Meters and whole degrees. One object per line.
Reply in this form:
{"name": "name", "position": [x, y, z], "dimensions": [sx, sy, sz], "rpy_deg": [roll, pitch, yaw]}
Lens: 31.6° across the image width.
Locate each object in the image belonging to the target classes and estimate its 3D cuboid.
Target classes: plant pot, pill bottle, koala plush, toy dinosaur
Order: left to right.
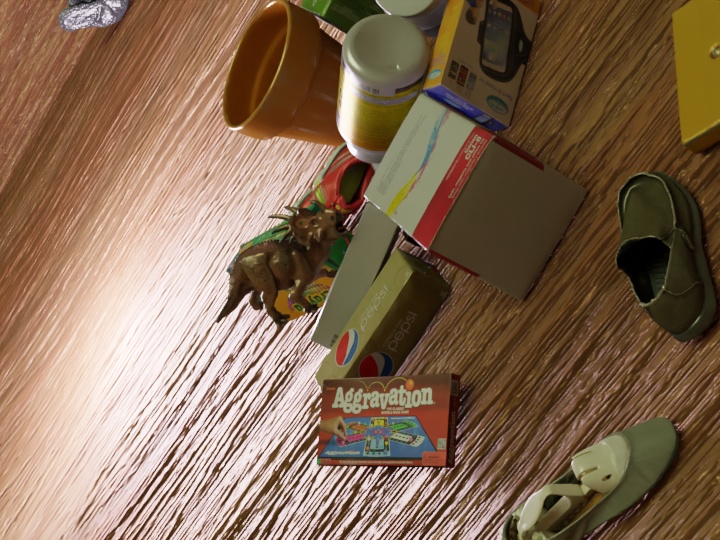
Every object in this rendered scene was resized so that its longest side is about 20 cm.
{"name": "koala plush", "position": [-0.687, -0.718, 3.308], "dimensions": [0.200, 0.182, 0.179], "rpy_deg": [-112, 23, -71]}
{"name": "toy dinosaur", "position": [-0.103, -0.012, 1.594], "dimensions": [0.199, 0.136, 0.086], "rpy_deg": [-22, 29, 2]}
{"name": "plant pot", "position": [-0.077, -0.271, 1.871], "dimensions": [0.200, 0.182, 0.201], "rpy_deg": [-40, 40, 45]}
{"name": "pill bottle", "position": [0.025, -0.222, 1.612], "dimensions": [0.200, 0.108, 0.110], "rpy_deg": [98, 179, -61]}
{"name": "pill bottle", "position": [0.087, -0.364, 1.644], "dimensions": [0.117, 0.116, 0.200], "rpy_deg": [-58, -13, 14]}

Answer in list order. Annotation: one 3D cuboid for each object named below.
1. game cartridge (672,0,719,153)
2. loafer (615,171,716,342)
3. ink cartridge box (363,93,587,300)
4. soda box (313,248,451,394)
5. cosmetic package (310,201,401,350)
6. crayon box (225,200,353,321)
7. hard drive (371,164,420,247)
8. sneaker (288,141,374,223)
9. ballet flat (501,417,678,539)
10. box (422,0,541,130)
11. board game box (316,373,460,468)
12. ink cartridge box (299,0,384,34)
{"name": "game cartridge", "position": [0.388, -0.228, 1.221], "dimensions": [0.200, 0.032, 0.177], "rpy_deg": [-31, 43, 43]}
{"name": "loafer", "position": [0.280, -0.027, 1.202], "dimensions": [0.075, 0.069, 0.201], "rpy_deg": [-46, 34, 32]}
{"name": "ink cartridge box", "position": [0.123, -0.088, 1.437], "dimensions": [0.145, 0.145, 0.200], "rpy_deg": [-61, 29, 8]}
{"name": "soda box", "position": [0.026, 0.078, 1.562], "dimensions": [0.201, 0.064, 0.068], "rpy_deg": [-58, 29, 15]}
{"name": "cosmetic package", "position": [0.000, 0.000, 1.607], "dimensions": [0.201, 0.050, 0.083], "rpy_deg": [-67, -7, 22]}
{"name": "crayon box", "position": [-0.083, -0.007, 1.743], "dimensions": [0.200, 0.119, 0.058], "rpy_deg": [-26, 26, 50]}
{"name": "hard drive", "position": [0.084, -0.139, 1.662], "dimensions": [0.140, 0.033, 0.200], "rpy_deg": [-53, 31, 21]}
{"name": "sneaker", "position": [-0.040, -0.090, 1.789], "dimensions": [0.201, 0.077, 0.085], "rpy_deg": [-63, 28, 6]}
{"name": "ballet flat", "position": [0.205, 0.201, 1.162], "dimensions": [0.200, 0.063, 0.068], "rpy_deg": [-49, 32, 28]}
{"name": "box", "position": [0.148, -0.266, 1.559], "dimensions": [0.041, 0.119, 0.201], "rpy_deg": [-8, 62, 53]}
{"name": "board game box", "position": [0.029, 0.173, 1.462], "dimensions": [0.199, 0.019, 0.104], "rpy_deg": [-8, 72, 42]}
{"name": "ink cartridge box", "position": [-0.017, -0.392, 1.908], "dimensions": [0.076, 0.147, 0.200], "rpy_deg": [-62, 28, 5]}
